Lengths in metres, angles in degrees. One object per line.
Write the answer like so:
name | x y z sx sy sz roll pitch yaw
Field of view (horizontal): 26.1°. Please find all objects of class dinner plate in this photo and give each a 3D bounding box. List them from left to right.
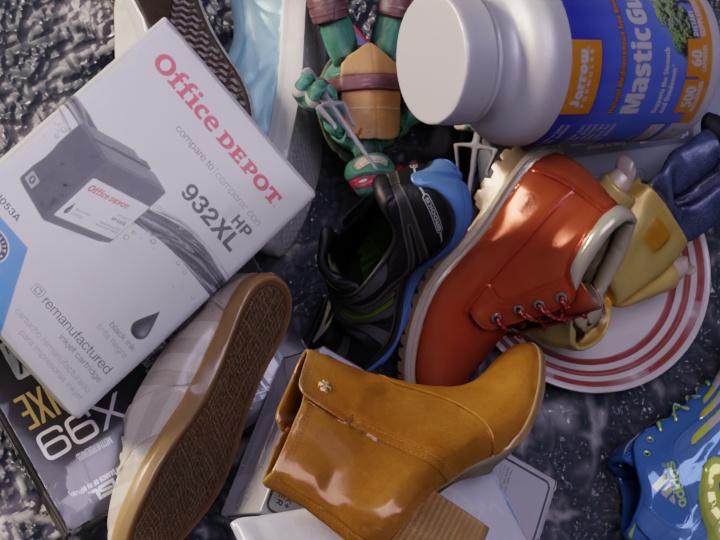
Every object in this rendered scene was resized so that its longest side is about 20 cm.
dinner plate | 0.162 -0.007 1.140 0.197 0.024 0.203 5 71 -13

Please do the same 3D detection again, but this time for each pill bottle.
pill bottle | 0.127 -0.138 1.007 0.198 0.112 0.113 -5 73 -31

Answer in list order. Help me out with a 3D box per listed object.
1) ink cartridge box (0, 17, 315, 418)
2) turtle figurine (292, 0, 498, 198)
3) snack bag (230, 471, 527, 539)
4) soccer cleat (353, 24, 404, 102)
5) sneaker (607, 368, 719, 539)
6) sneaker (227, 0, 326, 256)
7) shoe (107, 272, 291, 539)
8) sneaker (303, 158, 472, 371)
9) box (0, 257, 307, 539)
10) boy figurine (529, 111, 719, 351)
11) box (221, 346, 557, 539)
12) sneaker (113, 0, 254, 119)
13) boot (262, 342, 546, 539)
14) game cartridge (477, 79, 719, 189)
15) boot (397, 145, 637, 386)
ink cartridge box | -0.149 -0.032 0.948 0.200 0.084 0.145 -43 99 -13
turtle figurine | 0.008 -0.125 1.050 0.148 0.100 0.203 -5 86 -33
snack bag | 0.044 0.203 0.900 0.198 0.022 0.189 -5 47 -31
soccer cleat | 0.083 -0.161 1.144 0.198 0.067 0.077 -14 91 -13
sneaker | 0.237 0.115 1.092 0.104 0.076 0.202 21 69 -6
sneaker | -0.072 -0.109 1.099 0.081 0.074 0.203 2 75 18
shoe | -0.108 0.089 0.974 0.053 0.070 0.202 14 67 35
sneaker | 0.000 0.000 1.009 0.082 0.200 0.071 -2 53 -29
box | -0.147 0.059 1.024 0.199 0.050 0.159 -28 81 -22
boy figurine | 0.194 -0.025 1.087 0.199 0.064 0.125 -40 129 -9
box | 0.022 0.148 1.005 0.199 0.060 0.118 30 67 -22
sneaker | -0.123 -0.121 1.067 0.072 0.085 0.202 -8 70 -21
boot | 0.028 0.083 0.948 0.143 0.071 0.202 33 46 -5
game cartridge | 0.172 -0.110 1.120 0.198 0.040 0.135 -8 93 -20
boot | 0.102 0.019 1.038 0.107 0.075 0.201 37 104 29
